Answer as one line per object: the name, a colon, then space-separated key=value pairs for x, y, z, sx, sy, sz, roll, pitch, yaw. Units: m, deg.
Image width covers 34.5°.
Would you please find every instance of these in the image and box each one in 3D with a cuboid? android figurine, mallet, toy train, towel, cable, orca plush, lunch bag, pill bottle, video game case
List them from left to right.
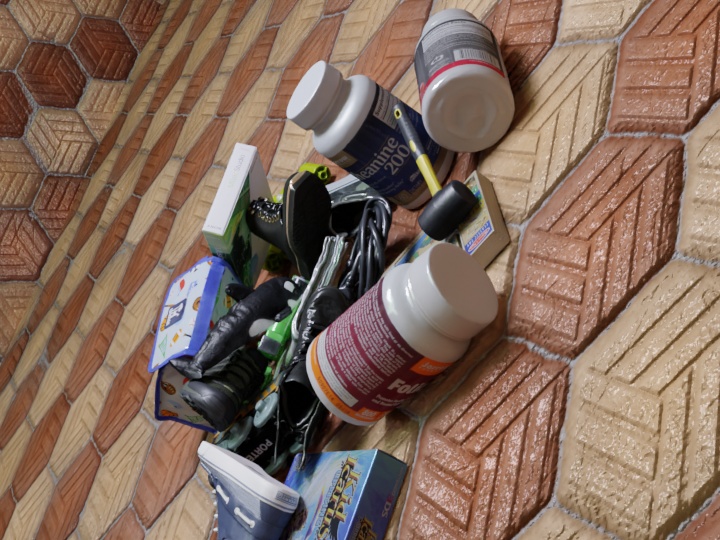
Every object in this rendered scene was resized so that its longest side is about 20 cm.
lunch bag: x=-0.223 y=0.100 z=1.613 sx=0.201 sy=0.122 sz=0.171 roll=105 pitch=175 yaw=-54
orca plush: x=-0.157 y=0.053 z=1.434 sx=0.199 sy=0.072 sz=0.105 roll=-35 pitch=10 yaw=-22
toy train: x=-0.117 y=0.193 z=1.426 sx=0.200 sy=0.085 sz=0.114 roll=-44 pitch=17 yaw=31
toy train: x=-0.117 y=0.095 z=1.569 sx=0.056 sy=0.041 sz=0.202 roll=99 pitch=-166 yaw=-74
android figurine: x=-0.106 y=-0.081 z=1.780 sx=0.183 sy=0.041 sz=0.200 roll=-61 pitch=25 yaw=-4
towel: x=-0.071 y=0.056 z=1.462 sx=0.200 sy=0.030 sz=0.150 roll=119 pitch=175 yaw=-62
video game case: x=-0.046 y=0.287 z=1.207 sx=0.181 sy=0.045 sz=0.202 roll=-16 pitch=48 yaw=57
cable: x=0.000 y=0.000 z=1.408 sx=0.163 sy=0.050 sz=0.202 roll=-68 pitch=0 yaw=-67
pill bottle: x=0.011 y=-0.171 z=1.441 sx=0.111 sy=0.199 sz=0.112 roll=-45 pitch=26 yaw=30
pill bottle: x=0.043 y=0.066 z=1.202 sx=0.200 sy=0.114 sz=0.115 roll=-42 pitch=28 yaw=36
mallet: x=0.079 y=-0.128 z=1.323 sx=0.066 sy=0.041 sz=0.202 roll=-41 pitch=48 yaw=32
pill bottle: x=0.122 y=-0.240 z=1.412 sx=0.111 sy=0.110 sz=0.201 roll=-46 pitch=26 yaw=27

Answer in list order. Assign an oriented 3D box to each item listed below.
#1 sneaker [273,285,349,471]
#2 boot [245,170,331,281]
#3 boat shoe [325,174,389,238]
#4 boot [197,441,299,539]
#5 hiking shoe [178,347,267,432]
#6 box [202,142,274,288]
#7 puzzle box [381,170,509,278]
sneaker: x=-0.055 y=0.116 z=1.289 sx=0.104 sy=0.059 sz=0.202 roll=13 pitch=-90 yaw=-86
boot: x=-0.109 y=-0.077 z=1.535 sx=0.077 sy=0.138 sz=0.201 roll=-41 pitch=-30 yaw=-27
boat shoe: x=-0.032 y=-0.077 z=1.578 sx=0.199 sy=0.072 sz=0.071 roll=-35 pitch=29 yaw=41
boot: x=-0.143 y=0.256 z=1.286 sx=0.199 sy=0.072 sz=0.091 roll=15 pitch=78 yaw=61
hiking shoe: x=-0.163 y=0.134 z=1.429 sx=0.101 sy=0.076 sz=0.200 roll=-49 pitch=5 yaw=-2
box: x=-0.166 y=-0.065 z=1.644 sx=0.201 sy=0.036 sz=0.146 roll=75 pitch=-151 yaw=-61
puzzle box: x=0.085 y=-0.005 z=1.313 sx=0.200 sy=0.025 sz=0.134 roll=-49 pitch=25 yaw=23
